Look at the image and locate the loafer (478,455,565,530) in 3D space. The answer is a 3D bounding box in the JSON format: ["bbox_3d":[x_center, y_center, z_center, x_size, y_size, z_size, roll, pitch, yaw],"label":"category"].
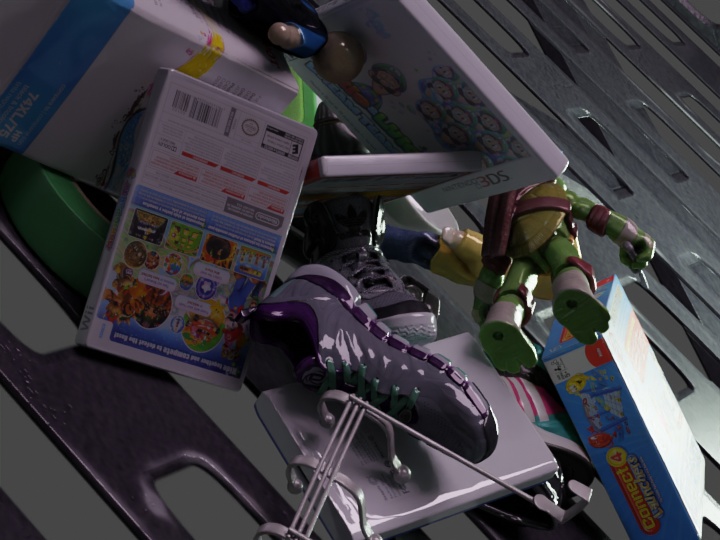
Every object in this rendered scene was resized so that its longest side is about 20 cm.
[{"bbox_3d":[0.077,0.142,1.576,0.200,0.068,0.071,28,31,-23],"label":"loafer"}]

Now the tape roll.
[{"bbox_3d":[-0.174,-0.037,1.534,0.200,0.048,0.201,34,23,-17],"label":"tape roll"}]

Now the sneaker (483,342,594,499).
[{"bbox_3d":[0.110,0.099,1.685,0.200,0.084,0.121,35,26,-34],"label":"sneaker"}]

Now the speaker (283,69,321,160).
[{"bbox_3d":[-0.073,-0.126,1.807,0.088,0.088,0.200,32,23,-20],"label":"speaker"}]

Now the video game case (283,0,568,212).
[{"bbox_3d":[0.041,-0.132,1.572,0.200,0.182,0.024,46,63,-18],"label":"video game case"}]

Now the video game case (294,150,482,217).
[{"bbox_3d":[-0.017,-0.065,1.599,0.143,0.200,0.018,-4,83,-31],"label":"video game case"}]

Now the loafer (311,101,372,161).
[{"bbox_3d":[0.009,-0.104,1.747,0.200,0.073,0.073,3,78,-76],"label":"loafer"}]

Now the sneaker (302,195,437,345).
[{"bbox_3d":[0.000,0.000,1.569,0.075,0.114,0.200,-5,5,-20],"label":"sneaker"}]

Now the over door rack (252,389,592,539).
[{"bbox_3d":[0.040,0.178,1.377,0.199,0.067,0.148,22,44,4],"label":"over door rack"}]

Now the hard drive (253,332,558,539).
[{"bbox_3d":[0.035,0.123,1.497,0.200,0.025,0.132,-14,60,-38],"label":"hard drive"}]

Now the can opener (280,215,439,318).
[{"bbox_3d":[-0.020,-0.003,1.738,0.200,0.053,0.067,35,-12,-12],"label":"can opener"}]

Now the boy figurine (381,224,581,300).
[{"bbox_3d":[0.095,-0.018,1.776,0.199,0.065,0.124,8,-9,10],"label":"boy figurine"}]

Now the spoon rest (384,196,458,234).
[{"bbox_3d":[0.020,-0.081,1.913,0.200,0.061,0.099,20,30,-40],"label":"spoon rest"}]

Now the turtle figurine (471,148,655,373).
[{"bbox_3d":[0.161,0.017,1.626,0.143,0.201,0.194,6,33,5],"label":"turtle figurine"}]

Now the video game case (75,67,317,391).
[{"bbox_3d":[-0.114,-0.026,1.446,0.143,0.201,0.018,20,-6,-41],"label":"video game case"}]

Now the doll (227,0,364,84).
[{"bbox_3d":[-0.073,-0.199,1.483,0.200,0.048,0.137,39,10,-31],"label":"doll"}]

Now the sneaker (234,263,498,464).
[{"bbox_3d":[0.002,0.082,1.447,0.200,0.075,0.087,38,43,20],"label":"sneaker"}]

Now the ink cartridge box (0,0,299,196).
[{"bbox_3d":[-0.177,-0.158,1.498,0.200,0.146,0.147,24,27,-36],"label":"ink cartridge box"}]

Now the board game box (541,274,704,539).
[{"bbox_3d":[0.231,0.123,1.761,0.196,0.056,0.200,63,16,-7],"label":"board game box"}]
